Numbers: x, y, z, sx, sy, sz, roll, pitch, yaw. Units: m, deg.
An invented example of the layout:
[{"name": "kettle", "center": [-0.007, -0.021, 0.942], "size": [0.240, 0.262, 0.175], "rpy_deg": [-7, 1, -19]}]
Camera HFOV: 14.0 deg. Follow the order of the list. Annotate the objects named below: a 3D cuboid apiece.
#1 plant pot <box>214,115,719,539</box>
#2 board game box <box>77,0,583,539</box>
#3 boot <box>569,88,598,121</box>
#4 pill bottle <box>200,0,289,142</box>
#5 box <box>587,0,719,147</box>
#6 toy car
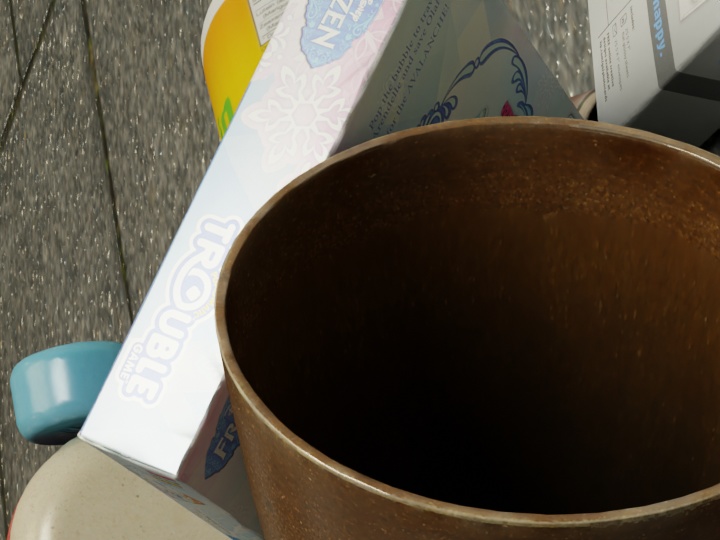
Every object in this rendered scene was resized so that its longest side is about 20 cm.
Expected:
[{"name": "plant pot", "center": [0.052, 0.088, 0.905], "size": [0.187, 0.186, 0.201], "rpy_deg": [-109, 15, -51]}, {"name": "board game box", "center": [0.000, 0.000, 1.001], "size": [0.201, 0.043, 0.199], "rpy_deg": [-64, -24, -10]}, {"name": "boot", "center": [0.059, 0.028, 1.132], "size": [0.146, 0.070, 0.201], "rpy_deg": [-37, 45, 44]}, {"name": "pill bottle", "center": [-0.012, -0.081, 1.327], "size": [0.200, 0.111, 0.111], "rpy_deg": [-106, 32, -48]}, {"name": "box", "center": [0.140, -0.153, 1.055], "size": [0.200, 0.041, 0.156], "rpy_deg": [133, 140, -55]}, {"name": "toy car", "center": [-0.081, 0.142, 1.371], "size": [0.200, 0.176, 0.185], "rpy_deg": [119, 142, -70]}]
